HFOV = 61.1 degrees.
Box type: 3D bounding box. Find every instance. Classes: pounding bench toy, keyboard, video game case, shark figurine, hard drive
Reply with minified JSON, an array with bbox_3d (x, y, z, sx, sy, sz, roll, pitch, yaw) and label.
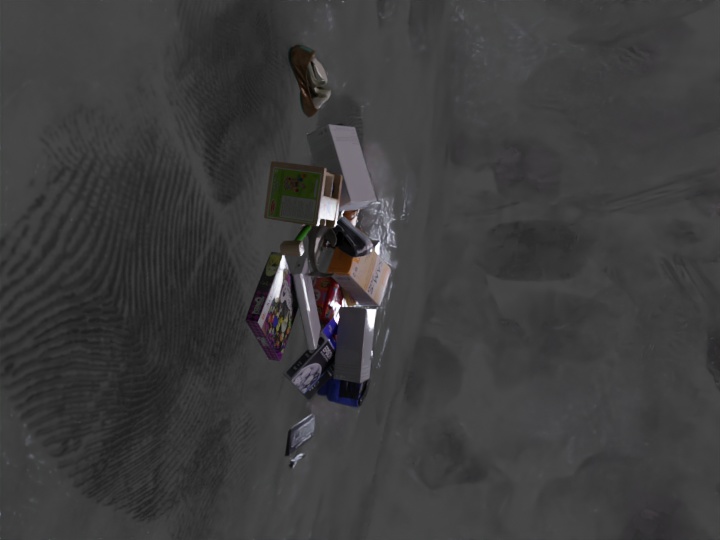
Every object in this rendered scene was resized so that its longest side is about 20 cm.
[{"bbox_3d":[-0.128,-0.131,1.379,0.156,0.124,0.201,-4,103,-75],"label":"pounding bench toy"},{"bbox_3d":[-0.174,0.500,1.771,0.200,0.021,0.128,-1,99,-74],"label":"keyboard"},{"bbox_3d":[-0.197,0.087,1.414,0.200,0.036,0.182,77,25,-56],"label":"video game case"},{"bbox_3d":[-0.119,-0.076,1.551,0.089,0.128,0.215,29,67,-39],"label":"shark figurine"},{"bbox_3d":[-0.133,0.080,1.525,0.132,0.026,0.201,-86,168,-70],"label":"hard drive"}]

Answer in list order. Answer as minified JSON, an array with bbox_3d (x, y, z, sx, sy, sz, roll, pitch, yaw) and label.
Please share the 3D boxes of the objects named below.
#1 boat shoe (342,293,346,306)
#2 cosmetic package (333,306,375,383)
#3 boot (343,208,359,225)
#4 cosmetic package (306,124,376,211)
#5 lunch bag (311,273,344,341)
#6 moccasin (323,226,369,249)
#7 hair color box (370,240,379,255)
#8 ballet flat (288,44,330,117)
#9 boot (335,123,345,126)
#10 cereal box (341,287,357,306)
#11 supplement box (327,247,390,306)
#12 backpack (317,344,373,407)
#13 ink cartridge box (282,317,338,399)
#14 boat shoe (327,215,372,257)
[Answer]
[{"bbox_3d":[-0.066,0.111,1.864,0.057,0.068,0.201,-75,168,-63],"label":"boat shoe"},{"bbox_3d":[-0.016,0.200,1.684,0.107,0.090,0.201,8,89,-74],"label":"cosmetic package"},{"bbox_3d":[-0.041,-0.185,1.788,0.200,0.073,0.155,-46,148,-58],"label":"boot"},{"bbox_3d":[-0.045,-0.251,1.505,0.113,0.081,0.201,-9,83,-52],"label":"cosmetic package"},{"bbox_3d":[-0.097,0.104,1.732,0.200,0.082,0.177,81,19,-54],"label":"lunch bag"},{"bbox_3d":[-0.043,-0.087,1.752,0.201,0.078,0.074,1,121,-60],"label":"moccasin"},{"bbox_3d":[0.005,0.001,2.002,0.061,0.100,0.201,-49,145,-65],"label":"hair color box"},{"bbox_3d":[-0.108,-0.424,1.388,0.200,0.072,0.068,78,26,-54],"label":"ballet flat"},{"bbox_3d":[-0.039,-0.320,1.673,0.200,0.074,0.097,94,-15,-76],"label":"boot"},{"bbox_3d":[-0.033,-0.002,1.831,0.200,0.039,0.144,-83,160,-63],"label":"cereal box"},{"bbox_3d":[0.000,0.000,1.706,0.200,0.073,0.126,47,54,-50],"label":"supplement box"},{"bbox_3d":[-0.045,0.293,1.834,0.163,0.167,0.201,115,-12,-85],"label":"backpack"},{"bbox_3d":[-0.108,0.246,1.668,0.200,0.043,0.198,-48,155,-13],"label":"ink cartridge box"},{"bbox_3d":[-0.056,-0.093,1.608,0.068,0.200,0.072,-23,138,-34],"label":"boat shoe"}]
